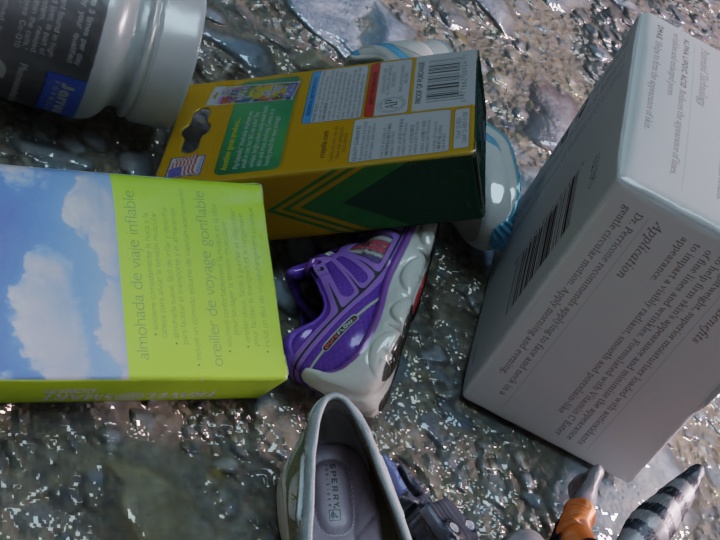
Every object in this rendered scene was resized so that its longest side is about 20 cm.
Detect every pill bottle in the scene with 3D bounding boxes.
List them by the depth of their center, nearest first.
[{"bbox_3d":[-0.202,-0.160,0.844,0.198,0.114,0.115,15,42,-18],"label":"pill bottle"}]

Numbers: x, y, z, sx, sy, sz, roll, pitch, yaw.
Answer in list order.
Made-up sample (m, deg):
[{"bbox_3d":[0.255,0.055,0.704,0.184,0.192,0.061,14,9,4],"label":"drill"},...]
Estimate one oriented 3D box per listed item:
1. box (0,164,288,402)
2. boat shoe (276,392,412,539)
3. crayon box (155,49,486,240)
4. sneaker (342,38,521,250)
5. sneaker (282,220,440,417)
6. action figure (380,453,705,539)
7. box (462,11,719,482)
[{"bbox_3d":[-0.142,0.008,0.737,0.198,0.048,0.123,3,67,-31],"label":"box"},{"bbox_3d":[-0.001,0.156,0.675,0.073,0.065,0.203,-1,46,-12],"label":"boat shoe"},{"bbox_3d":[-0.020,-0.078,0.866,0.197,0.052,0.126,-5,37,10],"label":"crayon box"},{"bbox_3d":[0.049,-0.087,0.967,0.080,0.077,0.201,-5,45,-25],"label":"sneaker"},{"bbox_3d":[0.000,0.000,0.841,0.082,0.081,0.201,18,37,4],"label":"sneaker"},{"bbox_3d":[0.101,0.149,0.732,0.200,0.105,0.193,49,34,19],"label":"action figure"},{"bbox_3d":[0.177,-0.016,0.867,0.130,0.200,0.201,27,39,-5],"label":"box"}]
